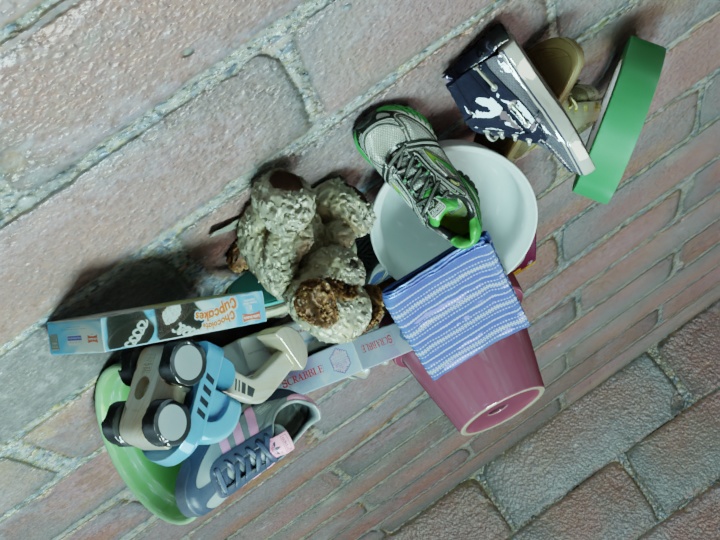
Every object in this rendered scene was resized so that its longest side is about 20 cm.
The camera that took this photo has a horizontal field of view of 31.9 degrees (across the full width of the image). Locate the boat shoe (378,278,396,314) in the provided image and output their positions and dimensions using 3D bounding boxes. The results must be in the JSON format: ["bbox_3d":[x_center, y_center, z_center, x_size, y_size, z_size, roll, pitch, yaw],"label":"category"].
[{"bbox_3d":[0.074,0.010,1.726,0.071,0.072,0.201,-24,151,-24],"label":"boat shoe"}]

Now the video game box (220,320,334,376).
[{"bbox_3d":[-0.117,0.102,1.559,0.180,0.047,0.199,-14,173,-37],"label":"video game box"}]

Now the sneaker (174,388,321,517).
[{"bbox_3d":[-0.121,0.195,1.379,0.081,0.071,0.200,-1,-147,39],"label":"sneaker"}]

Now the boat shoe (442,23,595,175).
[{"bbox_3d":[0.170,-0.165,1.370,0.092,0.201,0.075,-33,-157,14],"label":"boat shoe"}]

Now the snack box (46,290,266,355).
[{"bbox_3d":[-0.210,0.054,1.311,0.198,0.038,0.115,-10,-178,-41],"label":"snack box"}]

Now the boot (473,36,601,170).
[{"bbox_3d":[0.234,-0.207,1.489,0.154,0.073,0.201,-20,154,-38],"label":"boot"}]

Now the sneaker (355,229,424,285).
[{"bbox_3d":[0.000,0.000,1.570,0.198,0.076,0.077,-30,155,-11],"label":"sneaker"}]

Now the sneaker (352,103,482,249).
[{"bbox_3d":[0.071,-0.102,1.360,0.078,0.086,0.199,-41,121,17],"label":"sneaker"}]

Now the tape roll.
[{"bbox_3d":[0.317,-0.185,1.549,0.200,0.048,0.203,20,89,-85],"label":"tape roll"}]

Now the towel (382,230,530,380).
[{"bbox_3d":[0.116,0.046,1.488,0.144,0.024,0.201,-31,139,2],"label":"towel"}]

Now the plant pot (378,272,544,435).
[{"bbox_3d":[0.149,0.110,1.675,0.198,0.181,0.201,-24,159,-10],"label":"plant pot"}]

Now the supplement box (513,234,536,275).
[{"bbox_3d":[0.175,-0.048,1.728,0.110,0.086,0.200,-33,160,-5],"label":"supplement box"}]

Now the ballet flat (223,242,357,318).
[{"bbox_3d":[-0.079,0.018,1.462,0.199,0.070,0.070,-30,161,-36],"label":"ballet flat"}]

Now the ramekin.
[{"bbox_3d":[-0.214,0.184,1.477,0.097,0.201,0.201,-27,160,-39],"label":"ramekin"}]

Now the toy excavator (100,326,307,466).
[{"bbox_3d":[-0.157,0.128,1.360,0.099,0.197,0.199,-9,149,44],"label":"toy excavator"}]

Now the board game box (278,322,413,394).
[{"bbox_3d":[-0.025,0.113,1.563,0.198,0.042,0.199,-24,176,33],"label":"board game box"}]

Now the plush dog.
[{"bbox_3d":[-0.054,0.003,1.350,0.160,0.173,0.199,-42,160,20],"label":"plush dog"}]

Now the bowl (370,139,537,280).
[{"bbox_3d":[0.104,-0.077,1.488,0.198,0.091,0.204,-3,123,-5],"label":"bowl"}]

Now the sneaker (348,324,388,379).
[{"bbox_3d":[-0.033,0.116,1.751,0.198,0.092,0.076,-19,154,-37],"label":"sneaker"}]
